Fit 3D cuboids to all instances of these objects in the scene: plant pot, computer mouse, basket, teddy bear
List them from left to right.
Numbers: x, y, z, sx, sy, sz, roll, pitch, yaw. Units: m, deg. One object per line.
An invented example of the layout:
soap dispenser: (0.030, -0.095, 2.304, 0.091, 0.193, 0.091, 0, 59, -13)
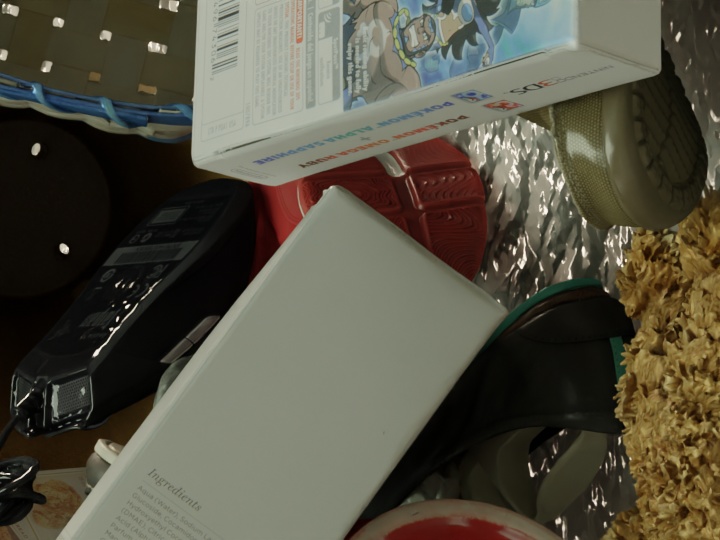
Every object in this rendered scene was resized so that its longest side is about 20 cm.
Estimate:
plant pot: (-0.151, -0.015, 1.419, 0.200, 0.186, 0.187, -140, 51, -72)
computer mouse: (-0.120, 0.045, 1.246, 0.140, 0.200, 0.046, -11, 125, 50)
basket: (-0.113, -0.133, 1.216, 0.200, 0.176, 0.140, 130, 153, -78)
teddy bear: (0.116, 0.071, 0.999, 0.145, 0.067, 0.201, -170, 80, -65)

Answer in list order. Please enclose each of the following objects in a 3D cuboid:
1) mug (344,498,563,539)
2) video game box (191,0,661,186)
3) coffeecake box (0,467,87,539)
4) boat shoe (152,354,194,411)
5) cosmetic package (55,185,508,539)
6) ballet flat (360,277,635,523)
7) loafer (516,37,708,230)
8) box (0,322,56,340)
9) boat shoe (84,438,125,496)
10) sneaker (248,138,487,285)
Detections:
mug: (0.005, 0.170, 1.100, 0.178, 0.133, 0.200, 46, 145, 23)
video game box: (0.020, -0.143, 0.983, 0.182, 0.047, 0.201, -15, 68, 48)
coffeecake box: (-0.122, 0.167, 1.325, 0.073, 0.199, 0.154, 53, 137, 47)
boat shoe: (-0.044, 0.059, 1.225, 0.200, 0.071, 0.072, 73, -149, -76)
cosmetic package: (-0.040, 0.072, 1.064, 0.200, 0.081, 0.113, -52, 2, -3)
ballet flat: (0.045, 0.073, 1.143, 0.200, 0.068, 0.069, -46, 61, 55)
loafer: (0.069, -0.075, 1.021, 0.076, 0.067, 0.200, 58, -165, -32)
box: (-0.226, 0.133, 1.527, 0.199, 0.199, 0.124, -58, 44, 49)
boat shoe: (-0.057, 0.128, 1.218, 0.067, 0.200, 0.057, 29, 84, 36)
sneaker: (0.000, 0.000, 1.233, 0.200, 0.078, 0.116, -115, 24, -58)
